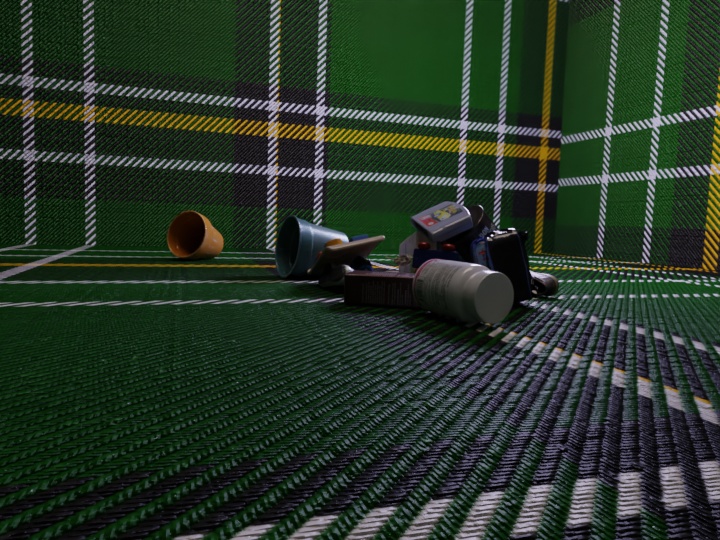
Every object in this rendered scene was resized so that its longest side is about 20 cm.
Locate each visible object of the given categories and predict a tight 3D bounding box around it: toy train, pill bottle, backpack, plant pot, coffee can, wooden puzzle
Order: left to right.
[{"bbox_3d":[-0.689,-0.133,2.354,0.198,0.203,0.183,4,-10,22],"label":"plant pot"},{"bbox_3d":[-0.152,-0.066,1.794,0.194,0.203,0.200,8,2,-29],"label":"plant pot"},{"bbox_3d":[-0.048,-0.054,1.584,0.183,0.047,0.200,-13,-14,-28],"label":"wooden puzzle"},{"bbox_3d":[0.179,-0.025,1.470,0.198,0.086,0.115,6,-5,31],"label":"toy train"},{"bbox_3d":[0.200,0.041,1.088,0.112,0.115,0.199,-1,6,-28],"label":"pill bottle"},{"bbox_3d":[0.336,-0.059,1.530,0.200,0.147,0.146,45,-13,-22],"label":"coffee can"},{"bbox_3d":[0.351,-0.015,1.375,0.133,0.185,0.200,-13,6,8],"label":"backpack"}]

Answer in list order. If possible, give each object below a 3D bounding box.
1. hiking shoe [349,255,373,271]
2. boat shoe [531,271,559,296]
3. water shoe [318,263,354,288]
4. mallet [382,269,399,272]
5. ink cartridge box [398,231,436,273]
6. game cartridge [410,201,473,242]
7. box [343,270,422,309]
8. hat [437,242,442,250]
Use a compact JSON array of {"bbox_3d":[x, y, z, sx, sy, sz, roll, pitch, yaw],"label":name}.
[{"bbox_3d":[0.000,0.000,1.607,0.073,0.088,0.200,0,5,-18],"label":"hiking shoe"},{"bbox_3d":[0.448,0.030,1.533,0.198,0.076,0.073,5,6,44],"label":"boat shoe"},{"bbox_3d":[-0.055,0.029,1.500,0.078,0.072,0.200,31,-9,-19],"label":"water shoe"},{"bbox_3d":[0.076,0.028,1.647,0.065,0.042,0.200,3,9,19],"label":"mallet"},{"bbox_3d":[0.160,-0.032,1.621,0.066,0.119,0.200,5,-12,-12],"label":"ink cartridge box"},{"bbox_3d":[0.223,-0.137,1.497,0.132,0.041,0.200,-21,22,-6],"label":"game cartridge"},{"bbox_3d":[0.067,0.042,1.259,0.197,0.076,0.100,5,6,12],"label":"box"},{"bbox_3d":[0.254,-0.011,1.770,0.198,0.202,0.081,1,45,-15],"label":"hat"}]
